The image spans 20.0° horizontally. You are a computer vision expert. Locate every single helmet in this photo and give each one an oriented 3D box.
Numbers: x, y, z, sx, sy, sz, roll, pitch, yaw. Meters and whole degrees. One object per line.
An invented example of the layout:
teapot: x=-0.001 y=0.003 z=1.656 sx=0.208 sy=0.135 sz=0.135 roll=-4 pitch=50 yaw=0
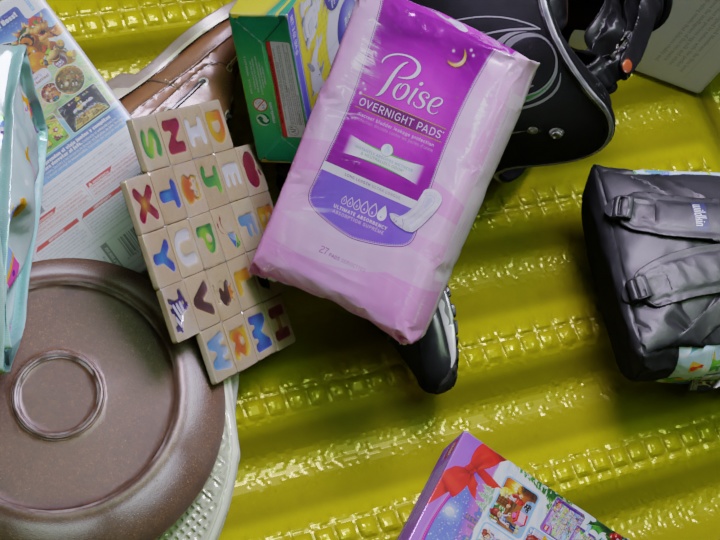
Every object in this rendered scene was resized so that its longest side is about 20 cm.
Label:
helmet: x=0.100 y=-0.162 z=1.409 sx=0.199 sy=0.190 sz=0.202 roll=12 pitch=74 yaw=-44

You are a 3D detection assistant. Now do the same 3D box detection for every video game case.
video game case: x=-0.210 y=-0.065 z=1.300 sx=0.143 sy=0.018 sz=0.201 roll=-36 pitch=81 yaw=-6

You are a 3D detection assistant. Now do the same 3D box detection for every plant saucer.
plant saucer: x=-0.180 y=0.079 z=1.224 sx=0.198 sy=0.032 sz=0.202 roll=1 pitch=67 yaw=-2

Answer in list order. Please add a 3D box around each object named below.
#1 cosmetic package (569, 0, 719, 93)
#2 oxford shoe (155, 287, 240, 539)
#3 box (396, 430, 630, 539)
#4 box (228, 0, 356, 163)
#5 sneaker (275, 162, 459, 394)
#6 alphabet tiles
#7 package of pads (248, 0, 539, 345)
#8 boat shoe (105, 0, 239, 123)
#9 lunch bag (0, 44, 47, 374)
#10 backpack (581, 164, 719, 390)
cosmetic package: x=0.216 y=-0.258 z=1.513 sx=0.198 sy=0.200 sz=0.124 roll=19 pitch=57 yaw=-13
oxford shoe: x=-0.107 y=0.096 z=1.271 sx=0.074 sy=0.058 sz=0.202 roll=-3 pitch=67 yaw=9
box: x=0.076 y=0.219 z=1.295 sx=0.136 sy=0.039 sz=0.201 roll=34 pitch=56 yaw=-4
box: x=-0.025 y=-0.174 z=1.397 sx=0.048 sy=0.118 sz=0.201 roll=3 pitch=38 yaw=19
sneaker: x=0.000 y=0.000 z=1.372 sx=0.087 sy=0.076 sz=0.201 roll=-16 pitch=67 yaw=-14
alphabet tiles: x=-0.091 y=-0.021 z=1.281 sx=0.200 sy=0.006 sz=0.168 roll=-26 pitch=99 yaw=-69
package of pads: x=0.022 y=-0.065 z=1.292 sx=0.120 sy=0.076 sz=0.201 roll=24 pitch=95 yaw=12
boat shoe: x=-0.117 y=-0.114 z=1.375 sx=0.200 sy=0.072 sz=0.068 roll=-38 pitch=81 yaw=-22
lunch bag: x=-0.278 y=-0.029 z=1.205 sx=0.169 sy=0.122 sz=0.202 roll=1 pitch=60 yaw=1
backpack: x=0.266 y=0.007 z=1.442 sx=0.198 sy=0.154 sz=0.164 roll=-10 pitch=61 yaw=-4
